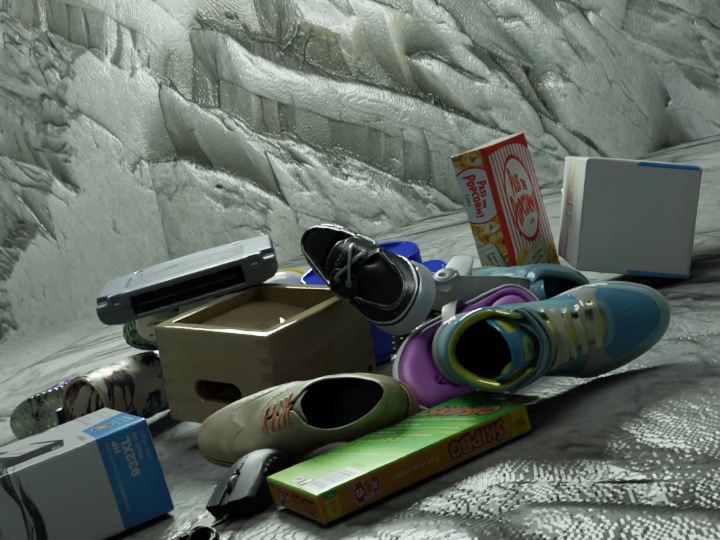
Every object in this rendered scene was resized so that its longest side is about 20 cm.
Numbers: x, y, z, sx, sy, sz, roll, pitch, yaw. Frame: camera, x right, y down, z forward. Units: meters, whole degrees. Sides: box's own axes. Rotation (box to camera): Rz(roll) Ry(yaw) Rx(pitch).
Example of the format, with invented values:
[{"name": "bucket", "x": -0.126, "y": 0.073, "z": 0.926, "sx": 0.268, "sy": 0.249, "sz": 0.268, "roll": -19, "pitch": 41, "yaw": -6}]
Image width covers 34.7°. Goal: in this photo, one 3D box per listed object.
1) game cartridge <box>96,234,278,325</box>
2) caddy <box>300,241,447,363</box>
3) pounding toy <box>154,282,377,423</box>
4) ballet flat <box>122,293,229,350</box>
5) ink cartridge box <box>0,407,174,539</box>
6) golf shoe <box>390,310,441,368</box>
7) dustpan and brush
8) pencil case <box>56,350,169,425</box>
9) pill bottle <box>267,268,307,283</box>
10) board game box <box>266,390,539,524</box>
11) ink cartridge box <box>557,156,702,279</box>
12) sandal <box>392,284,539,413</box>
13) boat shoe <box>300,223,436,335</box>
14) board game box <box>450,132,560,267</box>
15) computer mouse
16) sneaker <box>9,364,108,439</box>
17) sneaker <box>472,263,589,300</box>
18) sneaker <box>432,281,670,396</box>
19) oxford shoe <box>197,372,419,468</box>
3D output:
[{"name": "game cartridge", "x": -0.190, "y": 0.008, "z": 1.285, "sx": 0.199, "sy": 0.042, "sz": 0.133, "roll": -16, "pitch": 7, "yaw": -3}, {"name": "caddy", "x": 0.021, "y": 0.048, "z": 1.369, "sx": 0.199, "sy": 0.106, "sz": 0.141, "roll": -19, "pitch": 30, "yaw": -23}, {"name": "pounding toy", "x": -0.099, "y": 0.100, "z": 1.197, "sx": 0.199, "sy": 0.143, "sz": 0.184, "roll": 2, "pitch": 17, "yaw": 38}, {"name": "ballet flat", "x": -0.203, "y": 0.049, "z": 1.324, "sx": 0.199, "sy": 0.075, "sz": 0.074, "roll": -13, "pitch": 7, "yaw": 22}, {"name": "ink cartridge box", "x": -0.276, "y": 0.190, "z": 0.957, "sx": 0.199, "sy": 0.084, "sz": 0.145, "roll": -20, "pitch": 7, "yaw": -25}, {"name": "golf shoe", "x": 0.080, "y": 0.075, "z": 1.155, "sx": 0.087, "sy": 0.078, "sz": 0.200, "roll": -5, "pitch": 10, "yaw": -12}, {"name": "dustpan and brush", "x": 0.092, "y": 0.011, "z": 1.130, "sx": 0.138, "sy": 0.058, "sz": 0.200, "roll": 5, "pitch": 14, "yaw": 12}, {"name": "pencil case", "x": -0.260, "y": 0.143, "z": 1.350, "sx": 0.077, "sy": 0.090, "sz": 0.200, "roll": 26, "pitch": 22, "yaw": 22}, {"name": "pill bottle", "x": -0.097, "y": 0.055, "z": 1.511, "sx": 0.110, "sy": 0.112, "sz": 0.200, "roll": -17, "pitch": 2, "yaw": -1}, {"name": "board game box", "x": 0.036, "y": 0.135, "z": 0.872, "sx": 0.199, "sy": 0.030, "sz": 0.095, "roll": -22, "pitch": 8, "yaw": -25}, {"name": "ink cartridge box", "x": 0.306, "y": -0.067, "z": 1.349, "sx": 0.127, "sy": 0.126, "sz": 0.200, "roll": 5, "pitch": 6, "yaw": 3}, {"name": "sandal", "x": 0.098, "y": 0.056, "z": 1.032, "sx": 0.202, "sy": 0.082, "sz": 0.050, "roll": -37, "pitch": -24, "yaw": -44}, {"name": "boat shoe", "x": 0.000, "y": 0.000, "z": 1.087, "sx": 0.068, "sy": 0.072, "sz": 0.200, "roll": 27, "pitch": 6, "yaw": -31}, {"name": "board game box", "x": 0.179, "y": -0.055, "z": 1.376, "sx": 0.046, "sy": 0.201, "sz": 0.151, "roll": -14, "pitch": 7, "yaw": 28}, {"name": "computer mouse", "x": -0.108, "y": 0.176, "z": 0.865, "sx": 0.058, "sy": 0.034, "sz": 0.200, "roll": -13, "pitch": 7, "yaw": 24}, {"name": "sneaker", "x": -0.351, "y": 0.162, "z": 1.506, "sx": 0.199, "sy": 0.070, "sz": 0.100, "roll": -16, "pitch": 4, "yaw": 3}, {"name": "sneaker", "x": 0.160, "y": 0.026, "z": 1.252, "sx": 0.199, "sy": 0.074, "sz": 0.082, "roll": -15, "pitch": 2, "yaw": -24}, {"name": "sneaker", "x": 0.156, "y": 0.055, "z": 0.913, "sx": 0.198, "sy": 0.080, "sz": 0.131, "roll": -14, "pitch": -2, "yaw": 3}, {"name": "oxford shoe", "x": -0.055, "y": 0.118, "z": 0.961, "sx": 0.199, "sy": 0.071, "sz": 0.074, "roll": -16, "pitch": -26, "yaw": 16}]
